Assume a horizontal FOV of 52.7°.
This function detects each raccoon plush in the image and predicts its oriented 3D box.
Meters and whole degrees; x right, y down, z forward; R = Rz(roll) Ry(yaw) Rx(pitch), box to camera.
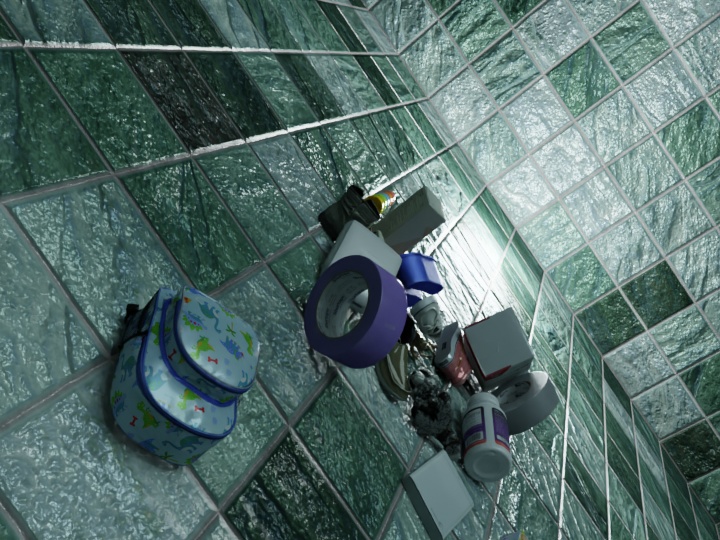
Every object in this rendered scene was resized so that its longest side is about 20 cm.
[{"bbox_3d":[0.155,0.313,1.615,0.135,0.094,0.204,-104,-178,-66],"label":"raccoon plush"}]

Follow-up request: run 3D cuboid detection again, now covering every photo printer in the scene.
[{"bbox_3d":[0.000,0.000,1.629,0.165,0.069,0.201,38,40,-9],"label":"photo printer"}]

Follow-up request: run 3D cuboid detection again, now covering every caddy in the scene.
[{"bbox_3d":[0.118,0.015,1.812,0.199,0.140,0.107,16,49,-57],"label":"caddy"}]

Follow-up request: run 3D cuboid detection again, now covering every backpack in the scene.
[{"bbox_3d":[-0.231,0.135,0.965,0.182,0.146,0.202,39,31,-29],"label":"backpack"}]

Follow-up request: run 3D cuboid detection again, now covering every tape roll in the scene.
[{"bbox_3d":[0.408,0.343,1.872,0.067,0.198,0.200,58,23,-7],"label":"tape roll"},{"bbox_3d":[-0.011,0.079,1.398,0.084,0.198,0.203,31,33,-43],"label":"tape roll"}]

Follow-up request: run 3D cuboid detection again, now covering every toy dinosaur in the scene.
[{"bbox_3d":[0.130,0.166,1.770,0.200,0.058,0.102,46,9,-39],"label":"toy dinosaur"}]

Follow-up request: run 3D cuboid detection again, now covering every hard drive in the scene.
[{"bbox_3d":[0.161,0.451,1.471,0.134,0.026,0.199,61,24,12],"label":"hard drive"}]

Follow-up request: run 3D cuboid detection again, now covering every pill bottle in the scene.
[{"bbox_3d":[0.294,0.386,1.710,0.112,0.111,0.202,46,25,-20],"label":"pill bottle"}]

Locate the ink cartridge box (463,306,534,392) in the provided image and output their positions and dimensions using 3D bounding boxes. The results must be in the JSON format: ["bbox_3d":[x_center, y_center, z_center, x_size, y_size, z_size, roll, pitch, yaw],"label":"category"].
[{"bbox_3d":[0.364,0.216,1.941,0.201,0.143,0.147,71,-5,-67],"label":"ink cartridge box"}]

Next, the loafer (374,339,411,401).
[{"bbox_3d":[0.070,0.185,1.582,0.075,0.069,0.203,24,39,-50],"label":"loafer"}]

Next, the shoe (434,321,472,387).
[{"bbox_3d":[0.245,0.218,1.893,0.092,0.071,0.201,54,26,-14],"label":"shoe"}]

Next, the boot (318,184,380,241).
[{"bbox_3d":[0.000,-0.093,1.730,0.202,0.130,0.068,53,24,-6],"label":"boot"}]

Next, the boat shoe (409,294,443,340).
[{"bbox_3d":[0.159,0.116,1.674,0.066,0.071,0.201,58,-6,21],"label":"boat shoe"}]

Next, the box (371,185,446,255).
[{"bbox_3d":[0.124,-0.121,1.921,0.077,0.198,0.096,40,27,-30],"label":"box"}]

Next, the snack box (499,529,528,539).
[{"bbox_3d":[0.353,0.675,1.506,0.202,0.067,0.168,58,23,2],"label":"snack box"}]

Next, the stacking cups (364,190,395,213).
[{"bbox_3d":[0.064,-0.198,2.080,0.061,0.060,0.200,55,23,0],"label":"stacking cups"}]

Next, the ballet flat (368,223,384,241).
[{"bbox_3d":[0.021,-0.095,1.861,0.075,0.063,0.203,6,54,-60],"label":"ballet flat"}]

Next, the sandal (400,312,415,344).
[{"bbox_3d":[0.059,0.091,1.694,0.042,0.076,0.202,9,41,-50],"label":"sandal"}]
